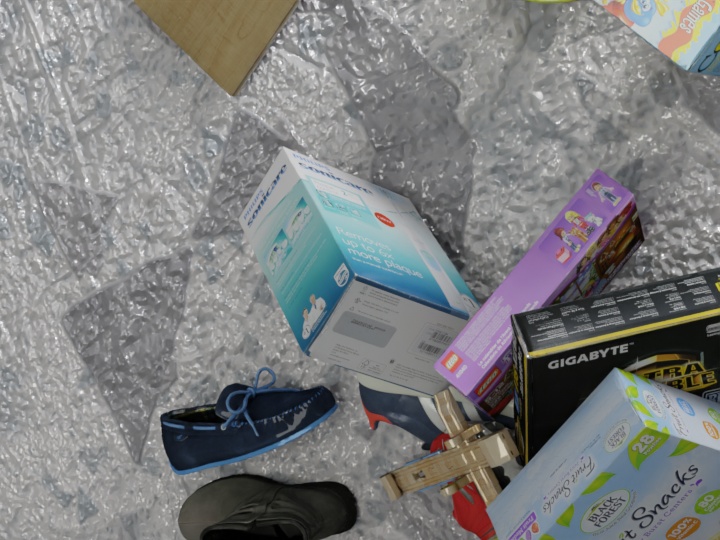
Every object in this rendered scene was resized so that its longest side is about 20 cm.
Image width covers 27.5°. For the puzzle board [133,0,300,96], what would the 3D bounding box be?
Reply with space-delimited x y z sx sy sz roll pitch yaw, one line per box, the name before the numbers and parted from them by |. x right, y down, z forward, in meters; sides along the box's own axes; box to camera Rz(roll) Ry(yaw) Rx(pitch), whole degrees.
puzzle board | -0.114 -0.289 1.391 0.151 0.017 0.200 45 112 19

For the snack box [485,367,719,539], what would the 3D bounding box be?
snack box | 0.226 0.175 1.141 0.169 0.200 0.068 -53 35 28

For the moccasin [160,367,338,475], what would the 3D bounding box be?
moccasin | -0.116 0.141 1.391 0.200 0.080 0.068 -21 96 27

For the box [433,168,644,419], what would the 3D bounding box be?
box | 0.147 0.024 1.175 0.039 0.137 0.200 39 89 20

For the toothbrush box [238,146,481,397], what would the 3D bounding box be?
toothbrush box | 0.000 0.000 1.236 0.085 0.146 0.200 -56 34 19

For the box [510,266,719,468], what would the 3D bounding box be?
box | 0.216 0.080 1.129 0.199 0.160 0.049 -12 48 -5

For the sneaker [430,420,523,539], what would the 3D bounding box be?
sneaker | 0.125 0.215 1.268 0.085 0.077 0.200 -14 108 46

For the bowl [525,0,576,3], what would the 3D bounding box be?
bowl | 0.173 -0.311 1.184 0.199 0.108 0.201 2 95 28

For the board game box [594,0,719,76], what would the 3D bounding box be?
board game box | 0.261 -0.214 1.093 0.103 0.200 0.105 42 111 18

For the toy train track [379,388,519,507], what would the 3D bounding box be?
toy train track | 0.062 0.166 1.216 0.115 0.032 0.200 62 149 3

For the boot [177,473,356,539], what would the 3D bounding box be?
boot | -0.113 0.233 1.371 0.199 0.131 0.068 -9 90 28

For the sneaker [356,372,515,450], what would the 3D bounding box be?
sneaker | 0.094 0.122 1.294 0.199 0.075 0.085 11 121 21
